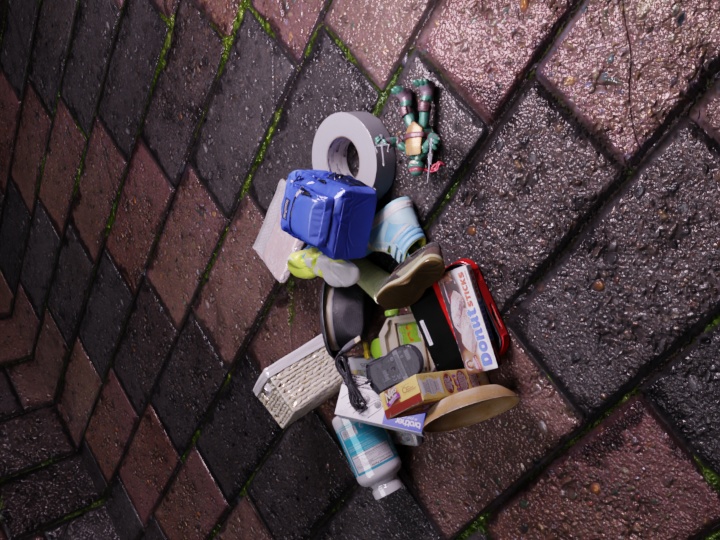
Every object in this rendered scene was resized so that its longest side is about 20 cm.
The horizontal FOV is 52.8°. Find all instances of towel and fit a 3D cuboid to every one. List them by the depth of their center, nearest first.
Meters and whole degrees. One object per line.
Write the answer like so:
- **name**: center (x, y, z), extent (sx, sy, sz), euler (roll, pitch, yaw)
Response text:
- **towel**: center (-0.180, -0.098, 1.722), extent (0.191, 0.032, 0.203), euler (42, 111, 50)

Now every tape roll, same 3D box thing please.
- **tape roll**: center (-0.017, -0.239, 1.568), extent (0.198, 0.065, 0.205), euler (15, 111, 42)

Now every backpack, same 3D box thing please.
- **backpack**: center (-0.085, -0.130, 1.501), extent (0.199, 0.166, 0.166), euler (31, 110, 45)

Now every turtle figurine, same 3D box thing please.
- **turtle figurine**: center (0.102, -0.262, 1.418), extent (0.147, 0.100, 0.205), euler (-2, 84, 31)

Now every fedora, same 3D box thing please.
- **fedora**: center (-0.026, 0.096, 1.615), extent (0.090, 0.200, 0.205), euler (-6, 98, 14)

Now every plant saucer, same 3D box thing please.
- **plant saucer**: center (0.207, 0.260, 1.385), extent (0.200, 0.197, 0.036), euler (-41, 56, 42)

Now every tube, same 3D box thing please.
- **tube**: center (0.000, 0.000, 1.617), extent (0.199, 0.051, 0.059), euler (36, 109, 36)

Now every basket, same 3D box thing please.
- **basket**: center (-0.134, 0.261, 1.714), extent (0.124, 0.198, 0.136), euler (52, 146, 13)

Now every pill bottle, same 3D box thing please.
- **pill bottle**: center (0.022, 0.405, 1.630), extent (0.110, 0.110, 0.203), euler (-37, 73, 44)

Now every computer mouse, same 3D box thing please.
- **computer mouse**: center (0.040, 0.193, 1.537), extent (0.199, 0.046, 0.142), euler (-36, 74, 21)

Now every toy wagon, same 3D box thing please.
- **toy wagon**: center (0.091, 0.159, 1.561), extent (0.197, 0.039, 0.159), euler (-13, 86, 39)

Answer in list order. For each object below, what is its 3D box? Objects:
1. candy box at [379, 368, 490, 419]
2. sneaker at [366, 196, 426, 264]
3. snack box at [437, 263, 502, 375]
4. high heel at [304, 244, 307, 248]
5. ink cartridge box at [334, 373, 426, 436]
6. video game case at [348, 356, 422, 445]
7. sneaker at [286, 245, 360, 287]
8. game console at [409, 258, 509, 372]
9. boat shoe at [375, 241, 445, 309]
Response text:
- **candy box**: center (0.150, 0.239, 1.424), extent (0.116, 0.197, 0.057), euler (-37, 64, 44)
- **sneaker**: center (0.059, -0.049, 1.531), extent (0.200, 0.079, 0.132), euler (-42, 69, 44)
- **snack box**: center (0.210, 0.095, 1.402), extent (0.071, 0.024, 0.204), euler (-21, 84, 36)
- **high heel**: center (-0.126, -0.061, 1.719), extent (0.096, 0.066, 0.203), euler (44, 125, 42)
- **ink cartridge box**: center (0.050, 0.288, 1.565), extent (0.196, 0.044, 0.096), euler (9, 71, 17)
- **video game case**: center (0.052, 0.297, 1.668), extent (0.180, 0.023, 0.204), euler (-9, 94, 46)
- **sneaker**: center (-0.065, -0.027, 1.570), extent (0.197, 0.105, 0.077), euler (12, 132, 35)
- **game console**: center (0.191, 0.096, 1.451), extent (0.176, 0.031, 0.203), euler (-30, 78, 37)
- **boat shoe**: center (0.103, 0.013, 1.456), extent (0.199, 0.073, 0.066), euler (-37, 31, 44)
